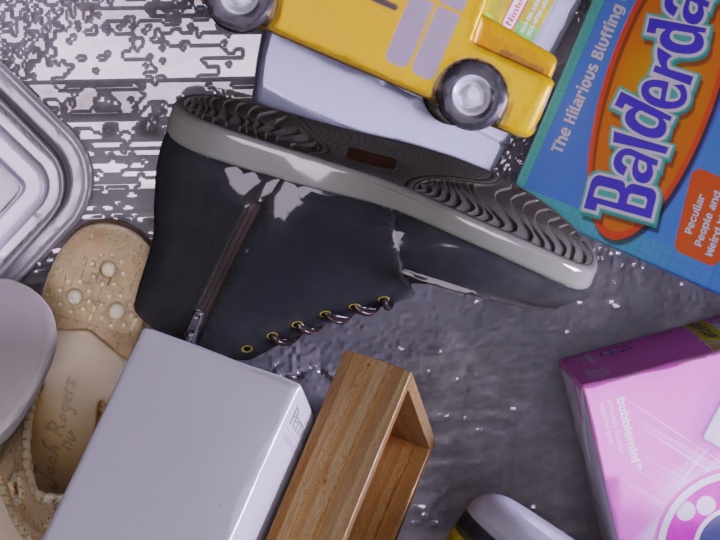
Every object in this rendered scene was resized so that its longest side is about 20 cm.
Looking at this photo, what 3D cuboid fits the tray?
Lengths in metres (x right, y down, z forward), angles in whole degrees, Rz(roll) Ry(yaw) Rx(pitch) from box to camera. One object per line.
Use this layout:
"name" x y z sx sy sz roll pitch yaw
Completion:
"tray" -0.024 0.146 0.777 0.037 0.099 0.202 17 71 16

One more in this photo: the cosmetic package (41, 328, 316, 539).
"cosmetic package" -0.089 0.141 0.761 0.080 0.113 0.202 20 73 15

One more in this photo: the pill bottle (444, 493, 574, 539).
"pill bottle" 0.043 0.207 0.768 0.112 0.112 0.201 34 91 -8

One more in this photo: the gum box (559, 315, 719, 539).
"gum box" 0.175 0.129 0.842 0.112 0.066 0.202 -14 99 -1

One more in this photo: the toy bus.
"toy bus" -0.008 -0.125 0.760 0.198 0.065 0.079 22 95 -6

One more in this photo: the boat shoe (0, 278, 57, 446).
"boat shoe" -0.212 0.091 0.806 0.075 0.093 0.200 41 79 5

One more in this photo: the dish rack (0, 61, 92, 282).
"dish rack" -0.240 -0.028 0.803 0.172 0.044 0.200 44 94 -10

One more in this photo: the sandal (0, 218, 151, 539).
"sandal" -0.137 0.084 0.812 0.077 0.070 0.214 12 97 -5

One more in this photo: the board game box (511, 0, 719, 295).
"board game box" 0.185 -0.060 0.784 0.198 0.045 0.153 24 94 20

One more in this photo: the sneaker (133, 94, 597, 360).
"sneaker" 0.000 0.000 0.790 0.198 0.075 0.107 19 111 6

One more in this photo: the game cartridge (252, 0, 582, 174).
"game cartridge" 0.036 -0.141 0.810 0.132 0.040 0.201 27 95 -4
